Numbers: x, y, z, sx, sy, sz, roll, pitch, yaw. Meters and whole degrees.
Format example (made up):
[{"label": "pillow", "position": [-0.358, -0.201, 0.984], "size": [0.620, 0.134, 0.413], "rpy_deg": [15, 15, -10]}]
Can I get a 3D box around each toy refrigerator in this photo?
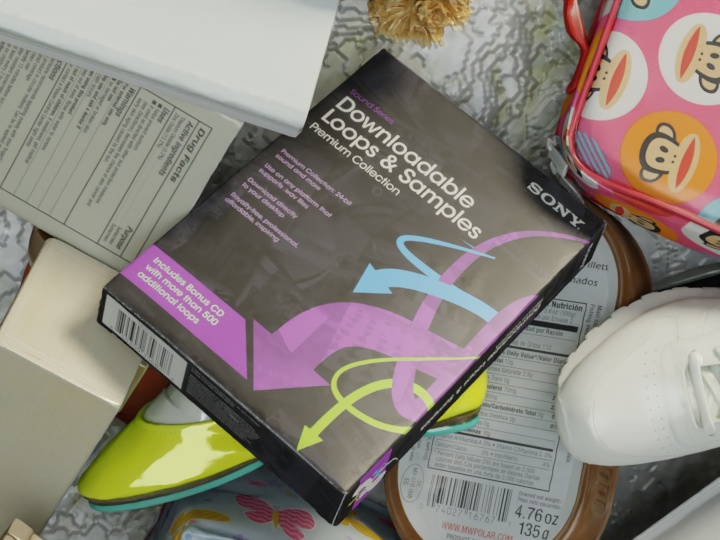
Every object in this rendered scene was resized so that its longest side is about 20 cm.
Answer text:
[{"label": "toy refrigerator", "position": [-0.164, 0.085, 0.948], "size": [0.070, 0.076, 0.200], "rpy_deg": [28, 130, -8]}]

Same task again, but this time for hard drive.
[{"label": "hard drive", "position": [-0.103, -0.151, 0.861], "size": [0.199, 0.026, 0.133], "rpy_deg": [17, 79, -9]}]

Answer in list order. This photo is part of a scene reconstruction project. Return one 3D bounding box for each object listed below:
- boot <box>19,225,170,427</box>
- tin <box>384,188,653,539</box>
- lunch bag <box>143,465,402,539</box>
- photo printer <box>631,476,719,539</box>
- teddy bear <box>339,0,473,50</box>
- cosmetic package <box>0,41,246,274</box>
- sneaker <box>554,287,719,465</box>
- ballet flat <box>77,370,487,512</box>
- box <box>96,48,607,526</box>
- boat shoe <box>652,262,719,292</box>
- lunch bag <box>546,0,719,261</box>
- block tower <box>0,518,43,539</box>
[{"label": "boot", "position": [-0.077, 0.038, 0.998], "size": [0.199, 0.075, 0.108], "rpy_deg": [15, 122, -12]}, {"label": "tin", "position": [0.077, 0.057, 0.973], "size": [0.111, 0.042, 0.201], "rpy_deg": [9, 81, 21]}, {"label": "lunch bag", "position": [-0.017, 0.184, 0.975], "size": [0.199, 0.170, 0.128], "rpy_deg": [25, 101, -8]}, {"label": "photo printer", "position": [0.174, 0.176, 0.996], "size": [0.199, 0.070, 0.166], "rpy_deg": [-36, 145, 5]}, {"label": "teddy bear", "position": [0.037, -0.204, 0.927], "size": [0.200, 0.067, 0.145], "rpy_deg": [-47, 64, 14]}, {"label": "cosmetic package", "position": [-0.155, -0.093, 0.913], "size": [0.199, 0.073, 0.104], "rpy_deg": [31, 116, -8]}, {"label": "sneaker", "position": [0.185, 0.044, 0.924], "size": [0.199, 0.080, 0.077], "rpy_deg": [-17, 102, -17]}, {"label": "ballet flat", "position": [-0.040, 0.057, 0.935], "size": [0.198, 0.067, 0.068], "rpy_deg": [-12, 106, -5]}, {"label": "box", "position": [0.000, 0.000, 0.908], "size": [0.143, 0.036, 0.200], "rpy_deg": [38, 57, 13]}, {"label": "boat shoe", "position": [0.130, 0.047, 1.007], "size": [0.199, 0.060, 0.076], "rpy_deg": [-24, 103, 3]}, {"label": "lunch bag", "position": [0.175, -0.111, 0.938], "size": [0.175, 0.082, 0.201], "rpy_deg": [23, 86, 4]}, {"label": "block tower", "position": [-0.090, 0.196, 0.866], "size": [0.200, 0.054, 0.058], "rpy_deg": [37, 104, -7]}]
